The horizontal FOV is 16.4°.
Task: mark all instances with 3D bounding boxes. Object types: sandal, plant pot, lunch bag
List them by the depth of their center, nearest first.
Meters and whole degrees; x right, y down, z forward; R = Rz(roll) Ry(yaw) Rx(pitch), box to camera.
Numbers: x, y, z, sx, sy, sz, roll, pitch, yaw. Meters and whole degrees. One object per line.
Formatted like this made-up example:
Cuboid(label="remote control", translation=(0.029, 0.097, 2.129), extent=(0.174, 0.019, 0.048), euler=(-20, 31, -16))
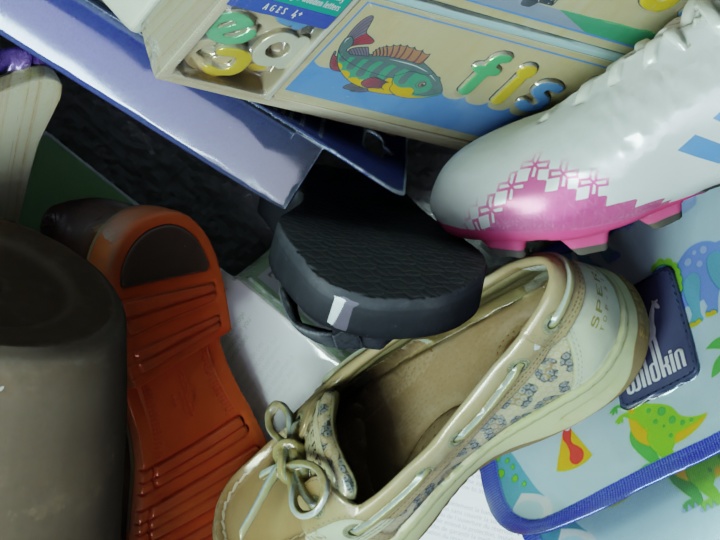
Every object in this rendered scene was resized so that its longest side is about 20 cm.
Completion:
Cuboid(label="plant pot", translation=(-0.161, 0.076, 0.908), extent=(0.199, 0.200, 0.176), euler=(19, 113, 4))
Cuboid(label="sandal", translation=(0.001, 0.000, 0.910), extent=(0.076, 0.200, 0.043), euler=(11, 101, -6))
Cuboid(label="lunch bag", translation=(0.144, 0.064, 0.948), extent=(0.170, 0.127, 0.201), euler=(-29, 86, 26))

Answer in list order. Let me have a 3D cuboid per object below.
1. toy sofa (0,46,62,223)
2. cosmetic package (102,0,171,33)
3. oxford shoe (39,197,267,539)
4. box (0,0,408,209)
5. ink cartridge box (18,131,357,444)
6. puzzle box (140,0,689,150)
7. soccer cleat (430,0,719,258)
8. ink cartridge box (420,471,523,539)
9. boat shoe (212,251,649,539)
Cuboid(label="toy sofa", translation=(-0.187, -0.032, 0.962), extent=(0.083, 0.097, 0.201), euler=(58, 147, 30))
Cuboid(label="cosmetic package", translation=(-0.022, -0.179, 0.831), extent=(0.073, 0.103, 0.200), euler=(46, 126, 4))
Cuboid(label="oxford shoe", translation=(-0.086, 0.063, 1.001), extent=(0.073, 0.071, 0.201), euler=(16, 119, 45))
Cuboid(label="box", translation=(-0.073, -0.080, 0.919), extent=(0.199, 0.121, 0.033), euler=(31, 103, -6))
Cuboid(label="ink cartridge box", translation=(-0.080, 0.048, 1.044), extent=(0.200, 0.048, 0.146), euler=(39, 118, 6))
Cuboid(label="puzzle box", translation=(0.042, -0.095, 0.859), extent=(0.199, 0.026, 0.133), euler=(10, 139, -37))
Cuboid(label="soccer cleat", translation=(0.116, -0.064, 0.870), extent=(0.199, 0.070, 0.087), euler=(-11, 115, 10))
Cuboid(label="ink cartridge box", translation=(0.064, 0.098, 1.066), extent=(0.160, 0.050, 0.201), euler=(13, 110, 9))
Cuboid(label="boat shoe", translation=(0.013, 0.054, 0.935), extent=(0.200, 0.074, 0.063), euler=(-38, 143, 21))
